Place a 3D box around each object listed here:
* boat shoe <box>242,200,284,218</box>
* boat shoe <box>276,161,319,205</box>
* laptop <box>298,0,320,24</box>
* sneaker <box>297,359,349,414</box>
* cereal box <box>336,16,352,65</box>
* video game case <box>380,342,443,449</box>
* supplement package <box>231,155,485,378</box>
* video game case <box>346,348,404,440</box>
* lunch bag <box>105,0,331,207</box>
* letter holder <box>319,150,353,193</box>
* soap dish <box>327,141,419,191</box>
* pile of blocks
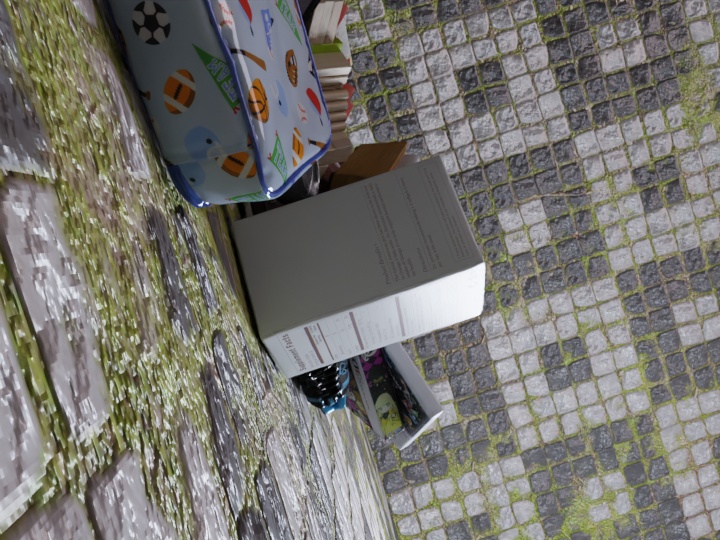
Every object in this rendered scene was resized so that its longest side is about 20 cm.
[{"bbox_3d":[-0.086,-0.031,0.895,0.072,0.059,0.201,75,-2,-55],"label":"boat shoe"},{"bbox_3d":[-0.074,-0.137,0.804,0.068,0.073,0.200,38,24,-41],"label":"boat shoe"},{"bbox_3d":[-0.101,-0.287,0.742,0.187,0.115,0.201,-40,-144,55],"label":"laptop"},{"bbox_3d":[-0.037,0.103,0.909,0.200,0.073,0.082,76,-5,-72],"label":"sneaker"},{"bbox_3d":[-0.082,-0.309,0.918,0.144,0.040,0.200,36,-15,19],"label":"cereal box"},{"bbox_3d":[0.022,0.120,1.057,0.201,0.023,0.182,57,-21,15],"label":"video game case"},{"bbox_3d":[0.000,0.000,0.757,0.117,0.199,0.117,75,-2,-65],"label":"supplement package"},{"bbox_3d":[-0.028,0.098,1.064,0.200,0.036,0.182,30,-38,55],"label":"video game case"},{"bbox_3d":[-0.083,-0.143,0.537,0.160,0.075,0.201,-59,140,-60],"label":"lunch bag"},{"bbox_3d":[-0.032,-0.072,1.106,0.101,0.142,0.200,49,-7,49],"label":"letter holder"},{"bbox_3d":[0.005,-0.060,0.958,0.200,0.081,0.158,-63,169,-68],"label":"soap dish"},{"bbox_3d":[-0.041,-0.197,0.857,0.082,0.062,0.201,28,-56,50],"label":"pile of blocks"}]
